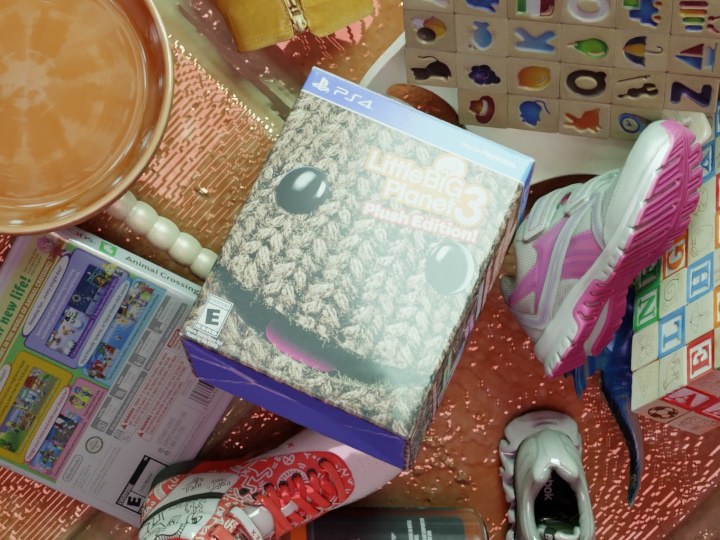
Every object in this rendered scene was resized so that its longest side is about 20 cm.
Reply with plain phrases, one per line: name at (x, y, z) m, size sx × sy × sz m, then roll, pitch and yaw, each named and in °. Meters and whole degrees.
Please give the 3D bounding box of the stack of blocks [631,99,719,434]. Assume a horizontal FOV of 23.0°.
stack of blocks at (0.240, -0.006, 1.180) m, size 0.058 × 0.115 × 0.201 m, roll 19°, pitch 60°, yaw -23°

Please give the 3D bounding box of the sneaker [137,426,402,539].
sneaker at (-0.058, 0.162, 1.192) m, size 0.200 × 0.108 × 0.068 m, roll -16°, pitch 116°, yaw 14°

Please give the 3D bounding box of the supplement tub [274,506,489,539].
supplement tub at (-0.010, 0.222, 1.270) m, size 0.199 × 0.107 × 0.108 m, roll 2°, pitch 107°, yaw -5°

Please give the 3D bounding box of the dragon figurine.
dragon figurine at (0.175, 0.060, 1.260) m, size 0.099 × 0.059 × 0.201 m, roll 9°, pitch 102°, yaw -6°

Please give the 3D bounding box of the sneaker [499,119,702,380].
sneaker at (0.148, -0.024, 1.160) m, size 0.088 × 0.081 × 0.201 m, roll 44°, pitch 125°, yaw 22°

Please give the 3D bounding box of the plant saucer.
plant saucer at (-0.219, -0.122, 1.149) m, size 0.199 × 0.032 × 0.202 m, roll 0°, pitch 83°, yaw 1°

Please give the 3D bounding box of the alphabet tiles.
alphabet tiles at (0.124, -0.142, 1.093) m, size 0.199 × 0.006 × 0.167 m, roll 7°, pitch 143°, yaw 11°

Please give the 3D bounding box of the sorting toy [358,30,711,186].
sorting toy at (0.099, -0.130, 1.181) m, size 0.180 × 0.107 × 0.200 m, roll -35°, pitch 119°, yaw 19°

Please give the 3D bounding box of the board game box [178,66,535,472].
board game box at (0.000, 0.000, 1.139) m, size 0.159 × 0.097 × 0.201 m, roll 23°, pitch 73°, yaw 8°

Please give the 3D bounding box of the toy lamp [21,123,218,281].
toy lamp at (-0.145, -0.034, 1.204) m, size 0.200 × 0.058 × 0.058 m, roll 36°, pitch 101°, yaw -17°

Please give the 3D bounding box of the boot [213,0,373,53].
boot at (-0.016, -0.235, 1.154) m, size 0.200 × 0.071 × 0.145 m, roll -24°, pitch 114°, yaw 6°

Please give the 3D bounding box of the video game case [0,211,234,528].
video game case at (-0.185, 0.073, 1.224) m, size 0.181 × 0.022 × 0.200 m, roll 26°, pitch 120°, yaw -13°

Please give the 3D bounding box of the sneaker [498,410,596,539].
sneaker at (0.142, 0.207, 1.294) m, size 0.075 × 0.081 × 0.201 m, roll -11°, pitch 109°, yaw -4°
